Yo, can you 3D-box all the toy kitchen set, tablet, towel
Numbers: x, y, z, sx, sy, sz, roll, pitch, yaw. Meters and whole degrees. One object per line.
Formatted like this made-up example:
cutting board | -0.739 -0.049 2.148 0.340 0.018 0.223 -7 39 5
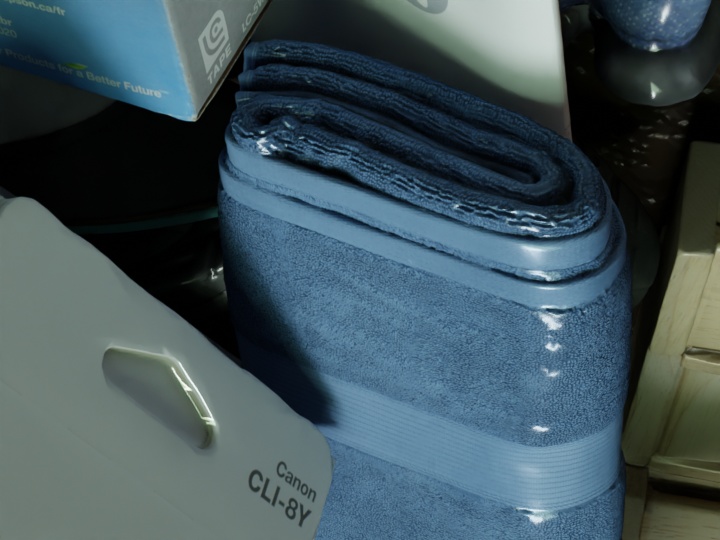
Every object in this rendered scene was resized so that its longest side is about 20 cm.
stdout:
toy kitchen set | 0.152 0.098 0.834 0.163 0.181 0.200 9 148 2
tablet | 0.001 -0.088 0.704 0.130 0.014 0.200 38 159 29
towel | 0.020 0.034 0.760 0.111 0.049 0.200 21 139 23

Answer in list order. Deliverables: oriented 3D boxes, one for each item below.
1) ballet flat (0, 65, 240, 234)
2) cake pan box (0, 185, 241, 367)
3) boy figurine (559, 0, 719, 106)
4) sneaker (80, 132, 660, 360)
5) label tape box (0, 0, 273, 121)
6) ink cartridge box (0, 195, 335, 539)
ballet flat | -0.120 -0.047 0.821 0.199 0.068 0.069 -2 129 19
cake pan box | -0.138 0.028 0.847 0.200 0.052 0.184 -7 149 39
boy figurine | 0.048 -0.126 0.667 0.124 0.065 0.200 11 143 16
sneaker | 0.000 0.000 0.852 0.199 0.076 0.091 1 149 30
label tape box | -0.104 -0.137 0.665 0.144 0.063 0.200 17 147 23
ink cartridge box | -0.130 0.055 0.742 0.200 0.084 0.145 -7 147 38
